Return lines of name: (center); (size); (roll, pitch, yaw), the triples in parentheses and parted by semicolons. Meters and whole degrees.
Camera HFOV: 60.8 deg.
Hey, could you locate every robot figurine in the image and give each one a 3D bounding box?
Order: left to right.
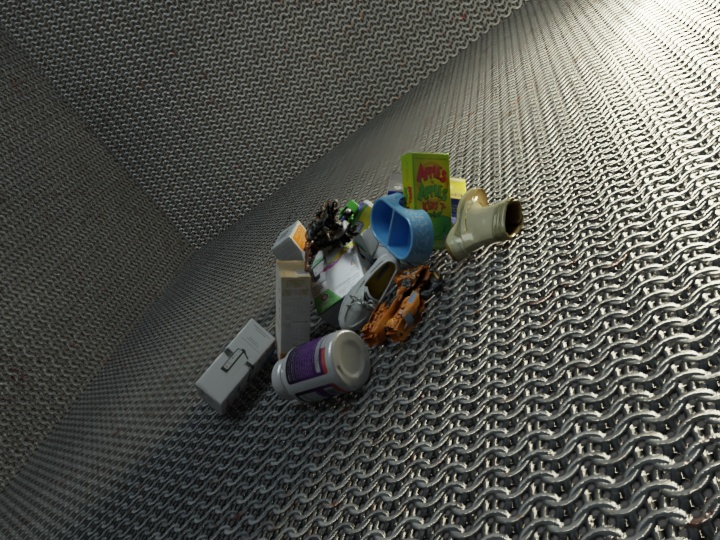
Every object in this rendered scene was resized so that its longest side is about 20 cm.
robot figurine: (0.085, 0.064, 1.225); (0.143, 0.059, 0.202); (-17, 30, 47)

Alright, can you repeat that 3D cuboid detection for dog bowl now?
dog bowl: (0.082, -0.090, 1.300); (0.048, 0.115, 0.200); (-4, 29, -29)

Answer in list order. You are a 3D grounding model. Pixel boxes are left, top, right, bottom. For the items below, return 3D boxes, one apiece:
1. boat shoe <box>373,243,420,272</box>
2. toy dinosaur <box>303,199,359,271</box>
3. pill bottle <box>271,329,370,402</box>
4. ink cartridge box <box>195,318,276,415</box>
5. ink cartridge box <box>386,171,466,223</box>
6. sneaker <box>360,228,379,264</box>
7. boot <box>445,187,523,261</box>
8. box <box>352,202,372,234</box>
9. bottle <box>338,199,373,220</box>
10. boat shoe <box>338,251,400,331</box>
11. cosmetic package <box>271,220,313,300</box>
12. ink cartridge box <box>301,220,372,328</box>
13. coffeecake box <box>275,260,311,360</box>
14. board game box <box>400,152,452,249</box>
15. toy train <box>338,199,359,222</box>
boat shoe: (0.083, -0.020, 1.426); (0.066, 0.073, 0.200); (-57, 17, -1)
toy dinosaur: (-0.083, -0.083, 1.422); (0.134, 0.100, 0.207); (-18, 62, 45)
pill bottle: (-0.083, 0.192, 1.188); (0.197, 0.112, 0.112); (-23, 24, 41)
ink cartridge box: (-0.299, 0.236, 1.483); (0.201, 0.084, 0.147); (-51, -6, -24)
ink cartridge box: (0.159, -0.181, 1.478); (0.191, 0.048, 0.201); (8, 26, 3)
sneaker: (0.000, 0.000, 1.545); (0.204, 0.074, 0.089); (-61, -15, -10)
boot: (0.265, -0.116, 1.253); (0.153, 0.073, 0.202); (-23, 27, 44)
box: (-0.022, -0.067, 1.614); (0.117, 0.047, 0.205); (97, -162, -82)
bottle: (-0.031, -0.131, 1.857); (0.201, 0.084, 0.065); (-50, 21, -23)
boat shoe: (0.018, 0.056, 1.300); (0.203, 0.074, 0.086); (-51, 6, 13)
cosmetic package: (-0.140, -0.018, 1.633); (0.070, 0.202, 0.102); (-29, 20, 23)
ink cartridge box: (-0.047, 0.007, 1.447); (0.143, 0.084, 0.203); (-33, 48, 16)
coffeecake box: (-0.158, 0.095, 1.423); (0.071, 0.207, 0.154); (-1, 14, -12)
board game box: (0.145, -0.148, 1.332); (0.099, 0.208, 0.047); (-3, 1, -28)
toy train: (-0.036, -0.124, 1.638); (0.057, 0.041, 0.201); (-50, -7, -21)
